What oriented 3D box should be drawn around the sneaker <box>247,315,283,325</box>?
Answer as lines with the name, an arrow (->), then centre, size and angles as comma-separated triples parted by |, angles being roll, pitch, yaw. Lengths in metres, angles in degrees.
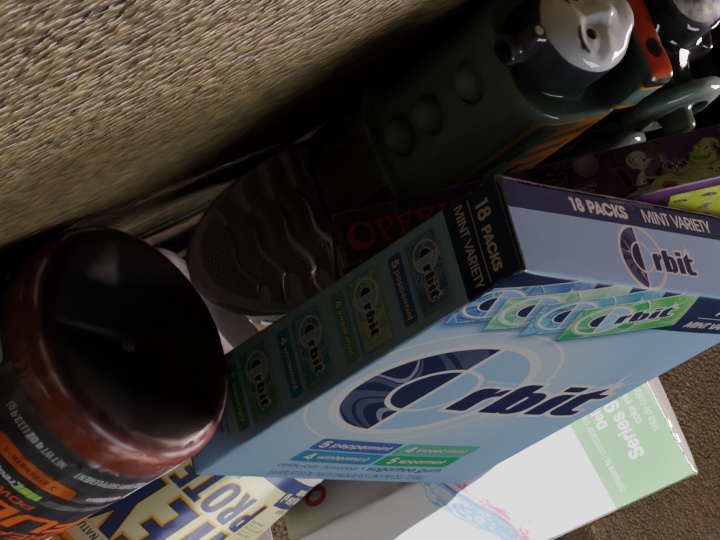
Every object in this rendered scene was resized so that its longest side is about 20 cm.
sneaker -> -0.030, 0.011, 1.153 | 0.200, 0.092, 0.076 | -29, 177, 25

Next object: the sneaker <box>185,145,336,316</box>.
sneaker -> -0.014, -0.019, 0.971 | 0.200, 0.075, 0.082 | -26, 174, -47

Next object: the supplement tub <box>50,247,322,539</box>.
supplement tub -> -0.126, 0.103, 1.009 | 0.200, 0.145, 0.145 | -42, 176, 4

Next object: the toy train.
toy train -> 0.064, -0.070, 0.870 | 0.114, 0.085, 0.200 | -14, 169, -36

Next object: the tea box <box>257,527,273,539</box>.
tea box -> -0.184, 0.145, 1.202 | 0.199, 0.134, 0.197 | -8, 166, -28

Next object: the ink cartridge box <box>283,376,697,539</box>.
ink cartridge box -> 0.055, 0.078, 1.079 | 0.200, 0.088, 0.146 | -27, -144, 9

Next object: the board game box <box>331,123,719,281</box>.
board game box -> 0.087, -0.013, 0.874 | 0.199, 0.032, 0.120 | -13, 154, -5

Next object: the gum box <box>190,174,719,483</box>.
gum box -> 0.050, 0.033, 0.865 | 0.170, 0.045, 0.200 | 8, 148, -44

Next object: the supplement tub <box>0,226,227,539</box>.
supplement tub -> -0.155, 0.068, 0.869 | 0.200, 0.107, 0.107 | -31, 175, 36

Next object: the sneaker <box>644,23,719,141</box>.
sneaker -> 0.156, -0.071, 0.909 | 0.200, 0.073, 0.082 | 129, -20, -57
